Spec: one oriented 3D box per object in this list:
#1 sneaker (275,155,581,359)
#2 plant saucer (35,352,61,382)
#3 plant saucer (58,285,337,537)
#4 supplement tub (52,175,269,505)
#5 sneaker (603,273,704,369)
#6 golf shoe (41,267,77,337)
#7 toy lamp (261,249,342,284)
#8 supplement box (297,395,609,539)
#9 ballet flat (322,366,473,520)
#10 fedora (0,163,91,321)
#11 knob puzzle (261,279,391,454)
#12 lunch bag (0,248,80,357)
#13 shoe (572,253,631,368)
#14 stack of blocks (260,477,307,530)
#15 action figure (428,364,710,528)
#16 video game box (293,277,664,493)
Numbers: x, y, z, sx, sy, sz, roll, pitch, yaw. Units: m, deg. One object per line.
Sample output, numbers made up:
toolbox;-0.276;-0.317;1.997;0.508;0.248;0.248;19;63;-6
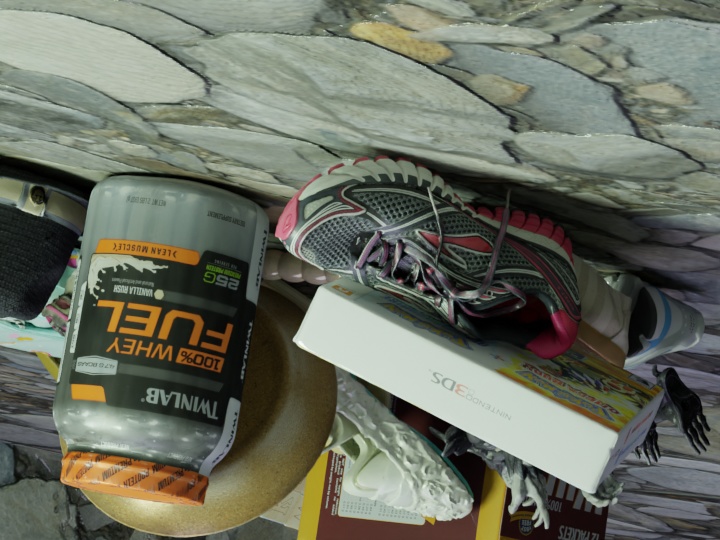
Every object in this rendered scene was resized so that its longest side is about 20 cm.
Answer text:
sneaker;0.046;-0.007;1.430;0.199;0.075;0.081;14;134;-24
plant saucer;-0.168;0.094;2.076;0.198;0.049;0.200;0;-167;-21
plant saucer;-0.116;0.084;1.691;0.199;0.201;0.036;6;152;14
supplement tub;-0.132;0.047;1.606;0.121;0.202;0.123;8;170;1
sneaker;0.157;0.046;1.728;0.086;0.076;0.199;10;172;-41
golf shoe;-0.143;0.043;1.786;0.199;0.092;0.073;31;167;34
toy lamp;0.000;0.000;1.652;0.199;0.059;0.058;7;171;27
supplement box;0.080;0.129;1.888;0.199;0.199;0.132;1;169;42
ballet flat;-0.007;0.120;1.755;0.200;0.072;0.072;46;162;-8
fedora;-0.264;-0.017;1.672;0.199;0.092;0.201;9;170;2
knob puzzle;-0.046;0.058;1.823;0.219;0.030;0.220;32;151;20
lunch bag;-0.212;0.030;1.938;0.198;0.078;0.160;10;171;-15
shoe;0.112;0.003;1.575;0.070;0.054;0.200;19;167;45
stack of blocks;-0.087;0.149;1.954;0.199;0.059;0.115;23;-172;-42
action figure;0.137;0.124;1.697;0.118;0.103;0.199;-17;-178;-43
video game box;0.077;0.059;1.499;0.199;0.047;0.182;26;-166;11
